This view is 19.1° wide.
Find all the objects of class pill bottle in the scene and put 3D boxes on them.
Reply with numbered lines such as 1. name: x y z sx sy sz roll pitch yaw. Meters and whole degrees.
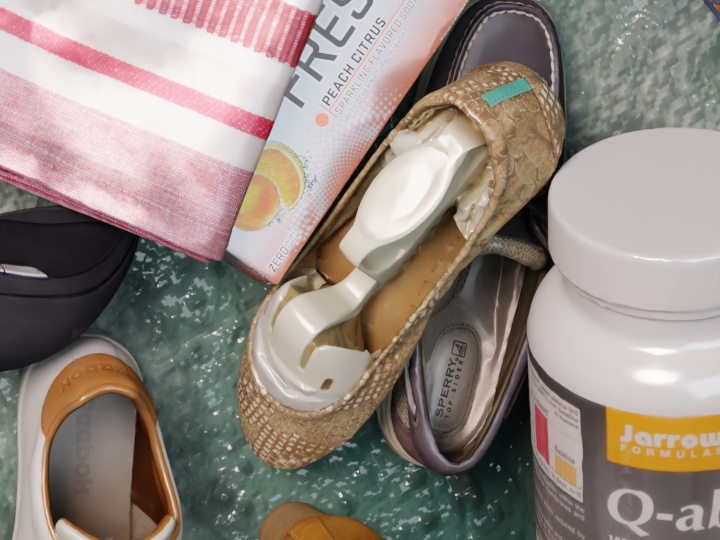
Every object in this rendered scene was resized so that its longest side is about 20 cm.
1. pill bottle: 0.124 0.054 0.846 0.115 0.117 0.201 -15 125 -13

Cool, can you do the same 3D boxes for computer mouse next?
1. computer mouse: -0.180 0.030 0.798 0.199 0.140 0.046 -1 59 -44

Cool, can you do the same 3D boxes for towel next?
1. towel: -0.081 -0.120 0.777 0.143 0.023 0.201 21 97 -6

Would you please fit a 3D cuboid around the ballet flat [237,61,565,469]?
1. ballet flat: 0.000 0.000 0.826 0.070 0.065 0.201 43 113 19

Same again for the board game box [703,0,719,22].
1. board game box: 0.224 -0.127 0.920 0.135 0.034 0.200 -43 107 -6

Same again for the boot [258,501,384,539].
1. boot: 0.031 0.182 0.854 0.071 0.144 0.202 -39 106 -6

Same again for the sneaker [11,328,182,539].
1. sneaker: -0.106 0.129 0.840 0.072 0.085 0.202 -6 101 -16

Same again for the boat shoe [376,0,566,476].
1. boat shoe: 0.052 -0.013 0.872 0.071 0.065 0.202 11 95 -17

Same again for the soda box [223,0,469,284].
1. soda box: -0.011 -0.097 0.843 0.068 0.064 0.201 35 87 -17
